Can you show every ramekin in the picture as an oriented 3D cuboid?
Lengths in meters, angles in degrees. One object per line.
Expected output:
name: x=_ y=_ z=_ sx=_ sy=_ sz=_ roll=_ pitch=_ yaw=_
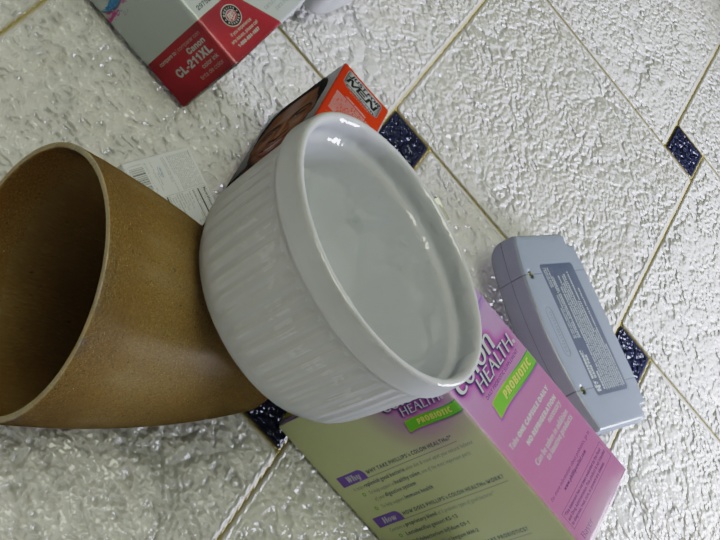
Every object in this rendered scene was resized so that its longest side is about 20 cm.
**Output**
ramekin: x=-0.017 y=0.006 z=0.910 sx=0.200 sy=0.105 sz=0.201 roll=42 pitch=32 yaw=-34

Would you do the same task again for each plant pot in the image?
plant pot: x=-0.148 y=0.031 z=0.942 sx=0.200 sy=0.186 sz=0.187 roll=20 pitch=56 yaw=-42

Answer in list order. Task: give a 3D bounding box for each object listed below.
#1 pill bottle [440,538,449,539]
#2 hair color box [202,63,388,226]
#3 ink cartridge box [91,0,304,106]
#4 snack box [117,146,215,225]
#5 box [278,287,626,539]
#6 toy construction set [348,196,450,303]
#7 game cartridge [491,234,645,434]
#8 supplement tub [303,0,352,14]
pill bottle: x=0.076 y=0.312 z=1.035 sx=0.111 sy=0.111 sz=0.201 roll=-23 pitch=84 yaw=-46
hair color box: x=-0.054 y=-0.075 z=1.103 sx=0.061 sy=0.101 sz=0.200 roll=47 pitch=36 yaw=-17
ink cartridge box: x=-0.156 y=-0.263 z=1.143 sx=0.200 sy=0.083 sz=0.146 roll=49 pitch=46 yaw=-12
snack box: x=-0.124 y=0.002 z=1.078 sx=0.072 sy=0.024 sz=0.201 roll=-22 pitch=84 yaw=-47
box: x=0.071 y=0.138 z=1.073 sx=0.200 sy=0.176 sz=0.097 roll=49 pitch=46 yaw=-11
toy construction set: x=0.000 y=0.000 z=1.083 sx=0.131 sy=0.200 sz=0.093 roll=-14 pitch=83 yaw=-16
game cartridge: x=0.196 y=0.061 z=1.303 sx=0.133 sy=0.041 sz=0.201 roll=-6 pitch=68 yaw=-50
supplement tub: x=-0.038 y=-0.354 z=1.251 sx=0.145 sy=0.145 sz=0.200 roll=-36 pitch=94 yaw=-46
